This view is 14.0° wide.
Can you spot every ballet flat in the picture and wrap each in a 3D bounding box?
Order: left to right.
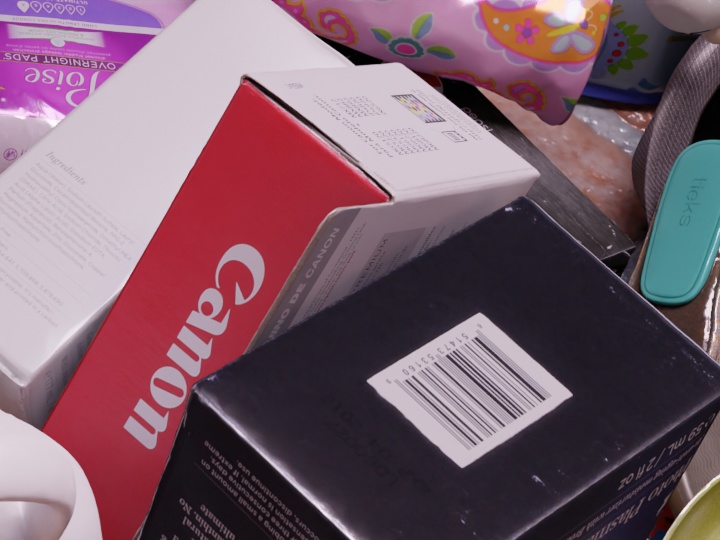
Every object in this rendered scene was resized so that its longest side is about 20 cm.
[{"bbox_3d":[0.146,0.037,1.346,0.068,0.067,0.201,14,68,39],"label":"ballet flat"}]

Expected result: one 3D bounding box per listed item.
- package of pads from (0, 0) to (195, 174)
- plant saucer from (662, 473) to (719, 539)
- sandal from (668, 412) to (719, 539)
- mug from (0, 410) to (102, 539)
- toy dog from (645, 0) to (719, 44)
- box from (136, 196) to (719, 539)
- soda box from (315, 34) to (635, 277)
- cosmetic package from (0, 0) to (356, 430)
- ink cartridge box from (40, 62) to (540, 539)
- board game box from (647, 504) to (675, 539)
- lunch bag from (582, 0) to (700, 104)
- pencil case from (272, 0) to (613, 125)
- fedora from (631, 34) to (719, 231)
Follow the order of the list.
[{"bbox_3d":[-0.139,-0.078,1.356,0.199,0.076,0.121,4,42,-20],"label":"package of pads"},{"bbox_3d":[0.204,0.169,1.217,0.198,0.031,0.201,3,73,-12],"label":"plant saucer"},{"bbox_3d":[0.209,0.067,1.296,0.199,0.055,0.082,-14,69,-36],"label":"sandal"},{"bbox_3d":[-0.178,0.101,1.053,0.174,0.200,0.149,1,67,-31],"label":"mug"},{"bbox_3d":[0.206,-0.172,1.386,0.200,0.097,0.132,-40,32,-9],"label":"toy dog"},{"bbox_3d":[0.014,0.109,1.124,0.123,0.199,0.200,42,44,19],"label":"box"},{"bbox_3d":[0.037,-0.045,1.407,0.070,0.064,0.200,-19,55,-39],"label":"soda box"},{"bbox_3d":[-0.092,-0.016,1.232,0.081,0.113,0.200,40,69,19],"label":"cosmetic package"},{"bbox_3d":[-0.043,0.024,1.152,0.084,0.201,0.175,39,21,19],"label":"ink cartridge box"},{"bbox_3d":[0.210,0.117,1.323,0.199,0.035,0.126,-28,60,-39],"label":"board game box"},{"bbox_3d":[0.169,-0.176,1.526,0.199,0.171,0.128,10,40,-16],"label":"lunch bag"},{"bbox_3d":[0.021,-0.138,1.387,0.199,0.088,0.088,18,40,-10],"label":"pencil case"},{"bbox_3d":[0.204,-0.064,1.456,0.200,0.177,0.090,-39,26,-13],"label":"fedora"}]
